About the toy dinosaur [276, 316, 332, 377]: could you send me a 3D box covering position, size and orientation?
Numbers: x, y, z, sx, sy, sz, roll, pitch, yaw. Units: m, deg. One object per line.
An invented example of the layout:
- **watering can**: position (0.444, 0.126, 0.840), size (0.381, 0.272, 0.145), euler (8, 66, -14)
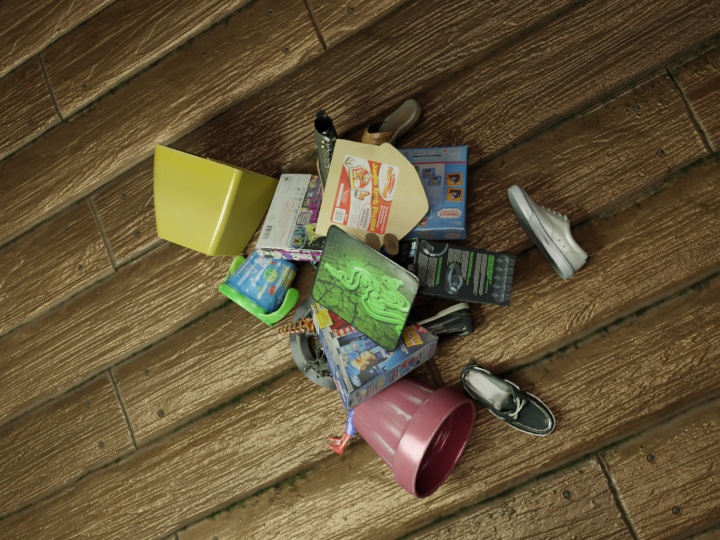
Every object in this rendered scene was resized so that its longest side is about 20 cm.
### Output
- **toy dinosaur**: position (-0.059, 0.135, 1.342), size (0.195, 0.102, 0.139), euler (1, 73, 25)

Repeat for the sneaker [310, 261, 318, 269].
- **sneaker**: position (-0.084, -0.054, 1.400), size (0.071, 0.080, 0.200), euler (-44, 76, 7)

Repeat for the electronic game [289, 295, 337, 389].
- **electronic game**: position (-0.048, 0.136, 1.393), size (0.194, 0.042, 0.206), euler (0, 88, 7)

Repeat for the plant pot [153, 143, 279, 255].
- **plant pot**: position (-0.309, -0.135, 1.417), size (0.196, 0.200, 0.181), euler (19, 97, 15)

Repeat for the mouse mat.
- **mouse mat**: position (0.003, 0.032, 1.202), size (0.198, 0.007, 0.164), euler (31, 123, 21)

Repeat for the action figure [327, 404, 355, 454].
- **action figure**: position (-0.003, 0.259, 1.357), size (0.051, 0.065, 0.203), euler (32, 95, 1)

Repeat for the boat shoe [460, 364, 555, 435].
- **boat shoe**: position (0.271, 0.245, 1.288), size (0.197, 0.060, 0.077), euler (27, 92, 16)

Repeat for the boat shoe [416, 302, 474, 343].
- **boat shoe**: position (0.130, 0.134, 1.330), size (0.196, 0.075, 0.067), euler (-25, 69, 3)

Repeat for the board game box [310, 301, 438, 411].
- **board game box**: position (0.031, 0.128, 1.263), size (0.195, 0.062, 0.203), euler (-15, 54, -15)

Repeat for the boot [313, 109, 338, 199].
- **boot**: position (-0.050, -0.194, 1.326), size (0.076, 0.140, 0.202), euler (-20, 54, -9)

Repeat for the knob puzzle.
- **knob puzzle**: position (0.031, -0.134, 1.278), size (0.213, 0.030, 0.226), euler (0, 89, 7)

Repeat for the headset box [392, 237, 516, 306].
- **headset box**: position (0.167, 0.006, 1.252), size (0.195, 0.174, 0.095), euler (9, 88, -10)

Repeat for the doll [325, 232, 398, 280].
- **doll**: position (0.000, 0.000, 1.273), size (0.200, 0.134, 0.050), euler (-44, 53, 50)

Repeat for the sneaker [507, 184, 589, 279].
- **sneaker**: position (0.353, -0.083, 1.299), size (0.070, 0.073, 0.202), euler (-34, 86, 0)

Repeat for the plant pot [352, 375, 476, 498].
- **plant pot**: position (0.089, 0.285, 1.277), size (0.177, 0.199, 0.204), euler (27, 92, 31)

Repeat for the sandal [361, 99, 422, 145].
- **sandal**: position (0.043, -0.272, 1.385), size (0.200, 0.054, 0.082), euler (-45, 45, 6)

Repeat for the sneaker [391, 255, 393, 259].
- **sneaker**: position (0.083, -0.088, 1.372), size (0.103, 0.076, 0.203), euler (-29, 84, -3)

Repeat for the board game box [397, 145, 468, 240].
- **board game box**: position (0.131, -0.150, 1.328), size (0.147, 0.037, 0.204), euler (-1, 56, 13)

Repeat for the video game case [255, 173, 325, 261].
- **video game case**: position (-0.099, -0.108, 1.382), size (0.176, 0.036, 0.204), euler (3, 54, 14)

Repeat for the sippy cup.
- **sippy cup**: position (-0.199, 0.023, 1.405), size (0.176, 0.140, 0.132), euler (33, 83, 6)
